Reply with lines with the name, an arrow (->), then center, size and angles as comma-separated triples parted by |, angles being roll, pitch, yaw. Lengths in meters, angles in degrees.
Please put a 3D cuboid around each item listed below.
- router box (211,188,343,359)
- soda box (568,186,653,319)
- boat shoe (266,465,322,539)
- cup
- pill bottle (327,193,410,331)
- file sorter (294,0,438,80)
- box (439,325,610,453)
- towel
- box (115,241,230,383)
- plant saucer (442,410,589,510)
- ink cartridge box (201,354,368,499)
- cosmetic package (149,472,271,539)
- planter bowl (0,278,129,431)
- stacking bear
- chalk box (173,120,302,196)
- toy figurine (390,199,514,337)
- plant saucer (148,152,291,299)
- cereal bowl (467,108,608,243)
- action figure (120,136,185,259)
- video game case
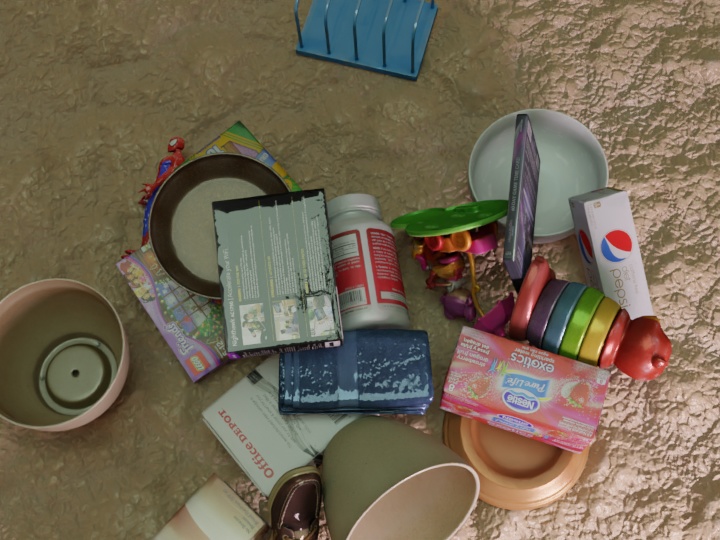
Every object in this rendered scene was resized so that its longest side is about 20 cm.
router box -> -0.106, 0.003, 1.254 | 0.148, 0.051, 0.201 | -6, 77, -3
soda box -> 0.343, -0.009, 1.336 | 0.063, 0.068, 0.201 | -16, 101, -4
boat shoe -> -0.077, 0.327, 1.209 | 0.072, 0.201, 0.072 | -4, 36, -29
cup -> 0.030, 0.268, 1.244 | 0.200, 0.201, 0.143 | -32, 48, -9
pill bottle -> 0.000, 0.000, 1.370 | 0.112, 0.112, 0.201 | -9, 67, -1
file sorter -> 0.009, -0.404, 1.520 | 0.199, 0.123, 0.139 | 14, 71, 7
box -> 0.209, 0.155, 1.272 | 0.199, 0.100, 0.096 | 17, 71, 8
towel -> -0.007, 0.130, 1.270 | 0.199, 0.049, 0.112 | -1, 67, 0
box -> -0.231, 0.038, 1.381 | 0.137, 0.039, 0.200 | -34, 86, -10
plant saucer -> 0.210, 0.218, 1.321 | 0.199, 0.037, 0.201 | -1, 68, 2
ink cartridge box -> -0.090, 0.191, 1.317 | 0.200, 0.084, 0.145 | -38, 72, -13
cosmetic package -> -0.217, 0.369, 1.254 | 0.103, 0.087, 0.200 | 39, 76, 15
planter bowl -> -0.400, 0.128, 1.329 | 0.199, 0.135, 0.201 | -1, 69, 3
stacking bear -> 0.304, 0.076, 1.271 | 0.199, 0.121, 0.114 | 23, 87, 21
chalk box -> -0.150, -0.088, 1.406 | 0.124, 0.125, 0.200 | -39, 74, -12
toy figurine -> 0.136, 0.012, 1.348 | 0.150, 0.199, 0.185 | -23, 106, -36
plant saucer -> -0.180, -0.057, 1.308 | 0.199, 0.037, 0.202 | 1, 77, -3
cereal bowl -> 0.253, -0.128, 1.423 | 0.199, 0.083, 0.201 | -1, 71, 3
action figure -> -0.302, -0.109, 1.452 | 0.051, 0.065, 0.201 | 24, 71, -11
video game case -> 0.214, -0.083, 1.293 | 0.019, 0.143, 0.201 | 3, 72, 18
